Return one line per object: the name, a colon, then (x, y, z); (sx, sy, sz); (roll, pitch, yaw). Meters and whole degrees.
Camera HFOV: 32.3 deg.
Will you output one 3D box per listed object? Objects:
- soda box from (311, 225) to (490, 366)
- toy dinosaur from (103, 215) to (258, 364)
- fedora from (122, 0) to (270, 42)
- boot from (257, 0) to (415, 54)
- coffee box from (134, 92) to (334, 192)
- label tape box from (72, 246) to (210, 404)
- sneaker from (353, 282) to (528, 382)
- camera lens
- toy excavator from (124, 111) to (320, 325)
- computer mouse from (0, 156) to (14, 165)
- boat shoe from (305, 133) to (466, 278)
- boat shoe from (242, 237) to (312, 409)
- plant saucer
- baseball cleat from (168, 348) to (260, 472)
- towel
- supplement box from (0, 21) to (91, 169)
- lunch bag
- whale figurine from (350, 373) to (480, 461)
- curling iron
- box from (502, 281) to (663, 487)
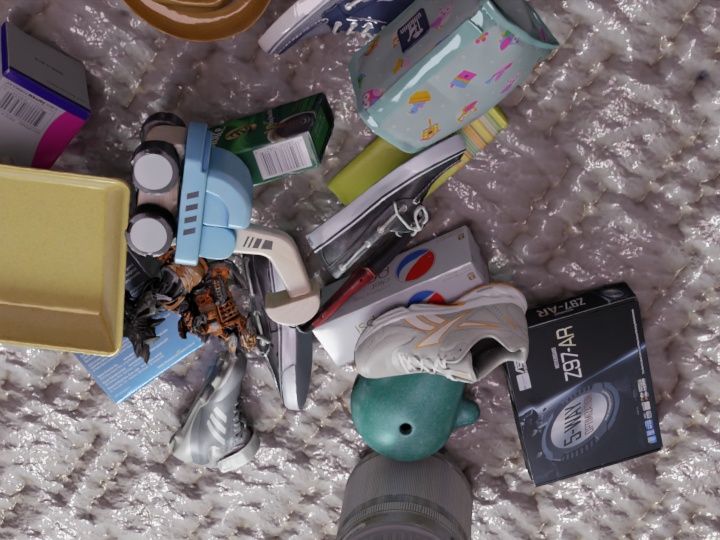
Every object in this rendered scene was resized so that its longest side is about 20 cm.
soda box: (0.045, 0.029, 1.379); (0.198, 0.069, 0.064); (-24, 125, 17)
toy dinosaur: (-0.198, 0.020, 1.345); (0.135, 0.102, 0.201); (-39, 80, 5)
fedora: (-0.178, -0.316, 1.241); (0.197, 0.082, 0.204); (3, 116, 5)
boot: (-0.006, -0.260, 1.253); (0.199, 0.073, 0.091); (-36, 101, 19)
coffee box: (-0.130, -0.122, 1.306); (0.197, 0.123, 0.045); (-15, 114, 15)
label tape box: (-0.284, 0.033, 1.427); (0.142, 0.066, 0.201); (-33, 104, 18)
sneaker: (0.086, 0.083, 1.318); (0.197, 0.093, 0.076); (-20, 135, 12)
camera lens: (0.050, 0.312, 1.441); (0.157, 0.201, 0.163); (3, 115, 6)
toy excavator: (-0.129, -0.045, 1.230); (0.196, 0.100, 0.197); (7, 116, -5)
computer mouse: (-0.355, -0.060, 1.311); (0.197, 0.046, 0.143); (-6, 120, -21)
boat shoe: (0.038, -0.065, 1.304); (0.198, 0.074, 0.069); (-36, 91, 6)
boat shoe: (-0.099, 0.061, 1.406); (0.067, 0.074, 0.203); (-1, 113, 15)
plant saucer: (-0.332, -0.020, 1.258); (0.196, 0.049, 0.203); (7, 117, -4)
baseball cleat: (-0.153, 0.167, 1.468); (0.105, 0.070, 0.201); (25, 135, -13)
towel: (0.061, -0.127, 1.341); (0.199, 0.018, 0.086); (-41, 99, 22)
supplement box: (-0.384, -0.143, 1.320); (0.100, 0.104, 0.200); (27, 116, -35)
lunch bag: (0.085, -0.205, 1.191); (0.170, 0.200, 0.123); (-38, 87, 21)
whale figurine: (0.074, 0.130, 1.408); (0.158, 0.104, 0.201); (38, 108, -11)
curling iron: (0.000, 0.000, 1.357); (0.199, 0.026, 0.050); (-36, 135, -7)
box: (0.247, 0.130, 1.404); (0.158, 0.044, 0.203); (-15, 113, -1)
